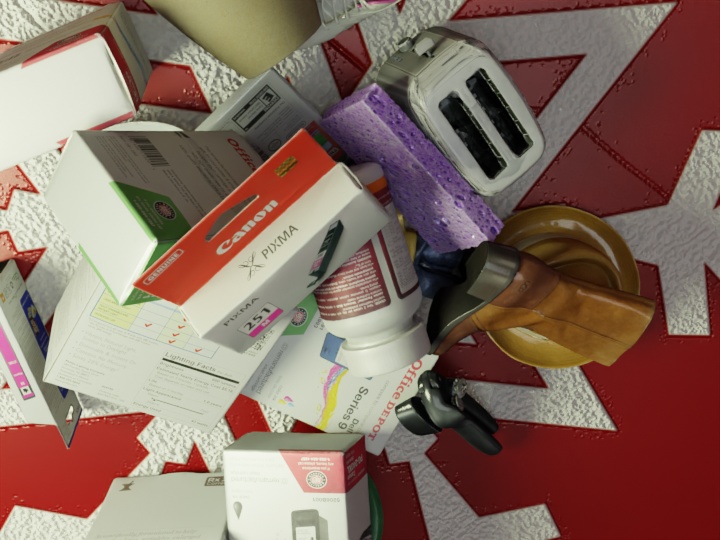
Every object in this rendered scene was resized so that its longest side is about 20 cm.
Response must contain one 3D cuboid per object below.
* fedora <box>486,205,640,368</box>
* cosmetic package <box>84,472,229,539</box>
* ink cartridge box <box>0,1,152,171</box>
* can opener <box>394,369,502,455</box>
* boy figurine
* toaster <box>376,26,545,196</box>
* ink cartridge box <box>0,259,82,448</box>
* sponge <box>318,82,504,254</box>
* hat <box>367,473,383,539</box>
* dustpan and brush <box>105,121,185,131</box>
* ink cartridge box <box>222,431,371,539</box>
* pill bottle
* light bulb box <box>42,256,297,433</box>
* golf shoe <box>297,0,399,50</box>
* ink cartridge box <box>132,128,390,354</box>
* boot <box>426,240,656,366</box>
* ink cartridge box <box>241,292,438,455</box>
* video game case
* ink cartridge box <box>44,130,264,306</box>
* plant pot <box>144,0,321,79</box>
[{"bbox_3d":[0.227,0.020,1.164,0.198,0.082,0.203,0,92,-6],"label":"fedora"},{"bbox_3d":[-0.216,0.365,1.215,0.163,0.165,0.202,-4,111,4],"label":"cosmetic package"},{"bbox_3d":[-0.286,-0.182,1.001,0.146,0.200,0.086,-22,111,3],"label":"ink cartridge box"},{"bbox_3d":[0.115,0.166,1.206,0.078,0.064,0.200,-16,152,29],"label":"can opener"},{"bbox_3d":[0.033,-0.019,1.162,0.198,0.064,0.126,15,99,-15],"label":"boy figurine"},{"bbox_3d":[0.109,-0.156,1.080,0.113,0.129,0.201,-38,109,-2],"label":"toaster"},{"bbox_3d":[-0.366,0.095,1.150,0.037,0.095,0.202,-20,111,2],"label":"ink cartridge box"},{"bbox_3d":[0.050,-0.100,1.067,0.200,0.111,0.030,46,69,-17],"label":"sponge"},{"bbox_3d":[-0.042,0.321,1.303,0.164,0.176,0.202,25,88,15],"label":"hat"},{"bbox_3d":[-0.195,-0.121,1.103,0.199,0.057,0.140,-35,117,-4],"label":"dustpan and brush"},{"bbox_3d":[-0.067,0.288,1.154,0.144,0.083,0.203,-2,95,16],"label":"ink cartridge box"},{"bbox_3d":[0.000,0.000,1.068,0.108,0.110,0.202,-18,101,1],"label":"pill bottle"},{"bbox_3d":[-0.198,0.039,1.087,0.197,0.125,0.201,22,123,-25],"label":"light bulb box"},{"bbox_3d":[-0.007,-0.286,1.050,0.199,0.092,0.076,-32,111,8],"label":"golf shoe"},{"bbox_3d":[-0.080,-0.018,0.921,0.200,0.173,0.044,-42,69,5],"label":"ink cartridge box"},{"bbox_3d":[0.182,0.056,1.106,0.198,0.069,0.189,19,133,-15],"label":"boot"},{"bbox_3d":[-0.032,0.098,1.188,0.199,0.088,0.146,27,105,-17],"label":"ink cartridge box"},{"bbox_3d":[-0.111,-0.096,1.115,0.200,0.023,0.182,-42,128,9],"label":"video game case"},{"bbox_3d":[-0.164,-0.055,0.965,0.146,0.199,0.085,50,122,24],"label":"ink cartridge box"},{"bbox_3d":[-0.131,-0.290,0.986,0.186,0.188,0.201,-34,110,7],"label":"plant pot"}]
